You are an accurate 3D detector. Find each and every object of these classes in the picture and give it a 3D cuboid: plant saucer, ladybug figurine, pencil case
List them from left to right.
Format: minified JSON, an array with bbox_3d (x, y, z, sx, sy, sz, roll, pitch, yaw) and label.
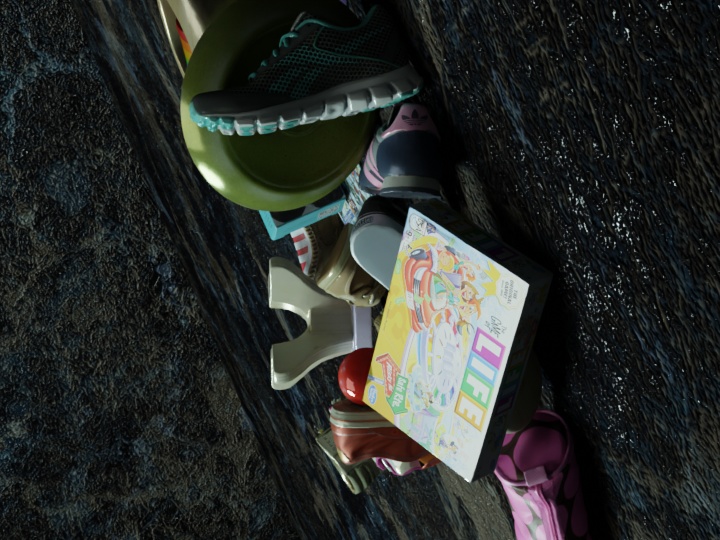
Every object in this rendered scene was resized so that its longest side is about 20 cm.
[{"bbox_3d":[-0.129,-0.210,1.396,0.136,0.072,0.201,57,167,30],"label":"ladybug figurine"},{"bbox_3d":[-0.060,-0.146,1.345,0.031,0.199,0.201,28,144,55],"label":"plant saucer"},{"bbox_3d":[0.173,0.225,1.414,0.094,0.090,0.201,-77,-26,-47],"label":"pencil case"}]

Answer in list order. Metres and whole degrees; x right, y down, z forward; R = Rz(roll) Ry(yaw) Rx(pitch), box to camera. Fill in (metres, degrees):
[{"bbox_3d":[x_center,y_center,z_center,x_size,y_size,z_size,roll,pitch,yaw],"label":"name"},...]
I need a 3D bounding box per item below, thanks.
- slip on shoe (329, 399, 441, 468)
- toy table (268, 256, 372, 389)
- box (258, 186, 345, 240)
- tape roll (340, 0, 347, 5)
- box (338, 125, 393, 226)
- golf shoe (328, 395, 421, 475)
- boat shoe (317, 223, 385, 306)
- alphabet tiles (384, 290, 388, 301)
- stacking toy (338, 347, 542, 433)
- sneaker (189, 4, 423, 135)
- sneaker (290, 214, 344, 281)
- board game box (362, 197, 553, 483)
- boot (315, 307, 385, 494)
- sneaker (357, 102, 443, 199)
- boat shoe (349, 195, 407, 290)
[{"bbox_3d":[0.070,0.156,1.467,0.074,0.198,0.062,-111,22,-77],"label":"slip on shoe"},{"bbox_3d":[-0.047,0.065,1.786,0.184,0.116,0.201,-100,9,-64],"label":"toy table"},{"bbox_3d":[-0.093,-0.141,1.589,0.201,0.082,0.049,65,168,9],"label":"box"},{"bbox_3d":[-0.095,-0.294,1.447,0.201,0.085,0.200,60,168,21],"label":"tape roll"},{"bbox_3d":[-0.014,-0.123,1.581,0.138,0.040,0.200,63,169,5],"label":"box"},{"bbox_3d":[0.018,0.167,1.590,0.200,0.075,0.092,164,91,-77],"label":"golf shoe"},{"bbox_3d":[0.000,0.000,1.604,0.064,0.072,0.200,27,177,4],"label":"boat shoe"},{"bbox_3d":[0.053,0.032,1.711,0.167,0.006,0.200,66,168,-11],"label":"alphabet tiles"},{"bbox_3d":[0.061,0.098,1.399,0.199,0.085,0.086,1,124,38],"label":"stacking toy"},{"bbox_3d":[-0.051,-0.168,1.285,0.078,0.198,0.092,171,85,-75],"label":"sneaker"},{"bbox_3d":[-0.065,-0.051,1.882,0.112,0.071,0.201,44,151,47],"label":"sneaker"},{"bbox_3d":[0.078,0.059,1.294,0.134,0.034,0.201,34,126,33],"label":"board game box"},{"bbox_3d":[0.016,0.150,1.729,0.072,0.154,0.201,46,164,49],"label":"boot"},{"bbox_3d":[0.039,-0.106,1.370,0.200,0.070,0.083,-160,72,-80],"label":"sneaker"},{"bbox_3d":[0.066,0.012,1.421,0.199,0.073,0.068,41,-149,-18],"label":"boat shoe"}]
